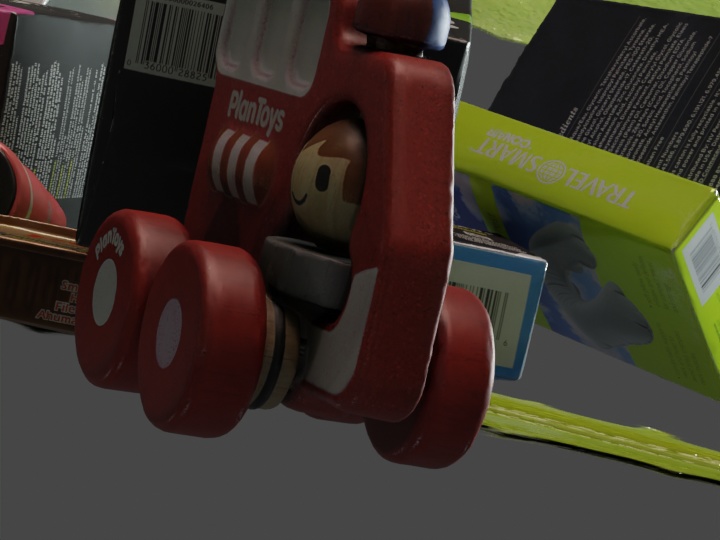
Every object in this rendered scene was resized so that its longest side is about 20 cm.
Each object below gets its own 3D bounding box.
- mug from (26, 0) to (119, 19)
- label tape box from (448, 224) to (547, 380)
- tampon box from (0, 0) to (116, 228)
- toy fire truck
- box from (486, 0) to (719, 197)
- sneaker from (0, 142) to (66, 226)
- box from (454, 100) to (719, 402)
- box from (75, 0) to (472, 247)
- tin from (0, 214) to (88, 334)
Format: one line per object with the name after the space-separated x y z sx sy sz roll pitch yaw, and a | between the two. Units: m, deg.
-0.242 -0.129 2.092 0.175 0.148 0.200 6 -30 38 | mug
0.000 0.000 1.426 0.144 0.064 0.200 11 5 -8 | label tape box
-0.230 -0.092 1.593 0.149 0.127 0.200 12 5 14 | tampon box
-0.019 -0.026 1.026 0.112 0.169 0.200 9 5 -22 | toy fire truck
0.198 -0.036 1.559 0.196 0.124 0.200 14 -22 48 | box
-0.233 -0.041 1.446 0.200 0.074 0.087 18 -6 30 | sneaker
0.107 -0.016 1.476 0.200 0.048 0.122 23 -28 39 | box
-0.033 -0.079 1.267 0.148 0.125 0.200 13 16 -1 | box
-0.103 0.008 1.244 0.199 0.042 0.112 12 8 -1 | tin
